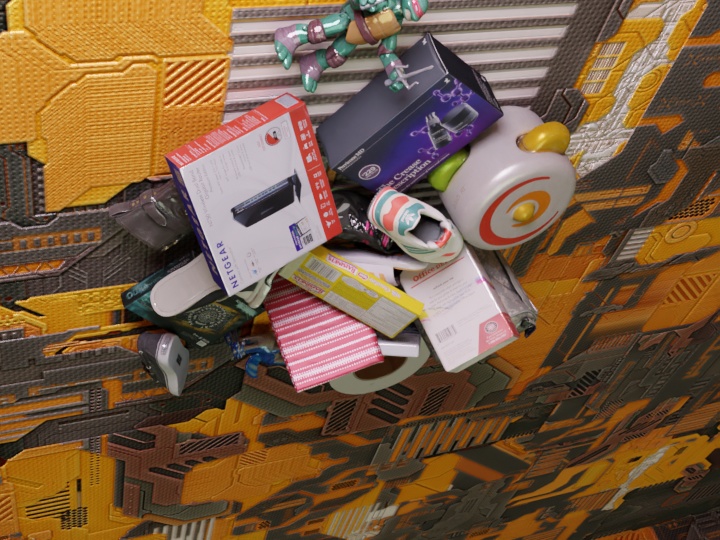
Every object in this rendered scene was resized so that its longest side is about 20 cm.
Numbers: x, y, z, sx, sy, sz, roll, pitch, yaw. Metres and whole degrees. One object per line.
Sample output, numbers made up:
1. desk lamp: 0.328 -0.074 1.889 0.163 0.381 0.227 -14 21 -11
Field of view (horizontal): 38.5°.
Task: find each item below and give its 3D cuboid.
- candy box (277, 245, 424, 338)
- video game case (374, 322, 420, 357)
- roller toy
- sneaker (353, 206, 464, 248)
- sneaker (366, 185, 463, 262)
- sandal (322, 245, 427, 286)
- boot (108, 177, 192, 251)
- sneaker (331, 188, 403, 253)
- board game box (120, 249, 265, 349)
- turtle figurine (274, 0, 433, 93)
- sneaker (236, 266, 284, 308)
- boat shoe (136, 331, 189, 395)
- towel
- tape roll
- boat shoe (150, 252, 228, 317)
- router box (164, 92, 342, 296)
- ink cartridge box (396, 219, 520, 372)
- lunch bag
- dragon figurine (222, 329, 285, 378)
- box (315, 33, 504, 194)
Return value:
1. candy box: -0.015 0.026 1.483 0.199 0.027 0.102 30 151 -10
2. video game case: -0.003 0.104 1.638 0.198 0.023 0.182 3 -171 4
3. roller toy: 0.207 -0.126 1.461 0.199 0.140 0.183 -29 147 2
4. sneaker: 0.080 -0.052 1.576 0.199 0.074 0.081 -29 144 8
5. sneaker: 0.095 -0.046 1.410 0.199 0.093 0.071 30 92 -49
6. sandal: 0.003 -0.002 1.528 0.205 0.060 0.079 5 -167 23
7. boot: -0.212 -0.080 1.375 0.174 0.070 0.200 -33 140 24
8. sneaker: 0.015 -0.068 1.464 0.199 0.084 0.077 6 101 -31
9. board game box: -0.249 0.049 1.569 0.135 0.028 0.200 -30 147 13
10. turtle figurine: 0.009 -0.272 1.175 0.199 0.101 0.150 -16 136 21
11. sneaker: -0.140 -0.034 1.471 0.080 0.074 0.201 27 118 -12
12. boat shoe: -0.319 0.146 1.645 0.066 0.070 0.200 13 160 4
13. towel: -0.064 0.069 1.553 0.144 0.201 0.023 -20 163 -6
14. tape roll: 0.031 0.161 1.898 0.201 0.037 0.203 -16 148 -10
15. boat shoe: -0.199 0.007 1.445 0.199 0.074 0.060 -31 173 11
16. router box: -0.129 -0.094 1.297 0.179 0.049 0.201 -31 129 -18
17. ink cartridge box: 0.139 0.038 1.542 0.116 0.201 0.067 -30 166 14
18. lunch bag: 0.172 0.039 1.640 0.167 0.201 0.139 -37 153 24
19. dragon figurine: -0.168 0.141 1.727 0.099 0.059 0.200 -19 151 -2
20. box: 0.064 -0.194 1.346 0.200 0.079 0.141 -37 142 24
